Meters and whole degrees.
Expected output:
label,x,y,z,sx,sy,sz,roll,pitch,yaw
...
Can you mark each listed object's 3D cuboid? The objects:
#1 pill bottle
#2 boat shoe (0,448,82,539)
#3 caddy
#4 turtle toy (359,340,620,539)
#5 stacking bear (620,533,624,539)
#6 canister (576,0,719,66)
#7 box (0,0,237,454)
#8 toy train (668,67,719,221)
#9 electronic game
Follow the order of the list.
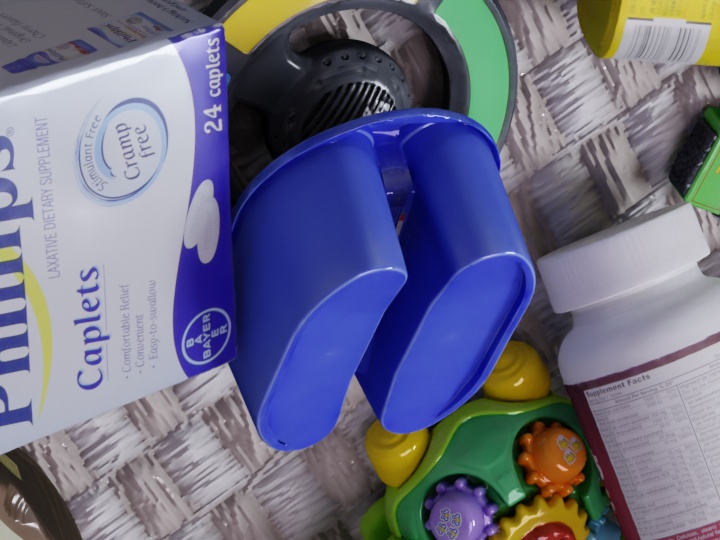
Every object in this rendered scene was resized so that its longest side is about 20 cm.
label,x,y,z,sx,sy,sz,roll,pitch,yaw
pill bottle,0.172,0.072,1.448,0.109,0.110,0.201,-22,92,-13
boat shoe,-0.203,0.125,1.363,0.076,0.072,0.200,-26,141,4
caddy,0.000,0.000,1.317,0.141,0.105,0.200,-6,147,-24
turtle toy,0.065,0.145,1.498,0.199,0.101,0.146,-32,130,-5
stacking bear,0.187,0.194,1.593,0.200,0.121,0.114,-50,171,25
canister,0.220,-0.171,1.352,0.199,0.087,0.149,3,117,-12
box,-0.165,-0.022,1.231,0.199,0.105,0.185,-22,125,-32
toy train,0.231,-0.117,1.452,0.056,0.042,0.201,17,112,-23
electronic game,-0.011,-0.078,1.350,0.199,0.042,0.201,-14,126,-19
